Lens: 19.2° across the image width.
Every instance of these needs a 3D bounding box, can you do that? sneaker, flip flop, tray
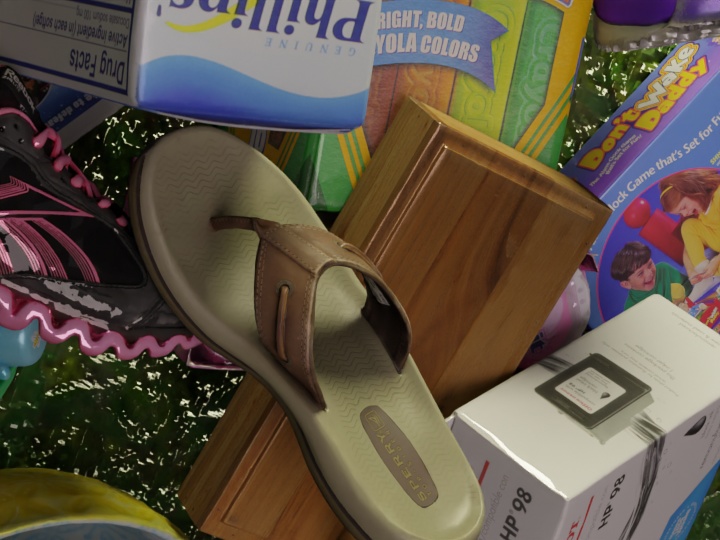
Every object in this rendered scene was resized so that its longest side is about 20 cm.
[{"bbox_3d":[-0.133,-0.028,0.829,0.199,0.079,0.096,16,98,-24],"label":"sneaker"},{"bbox_3d":[-0.013,0.024,0.824,0.081,0.058,0.200,-29,82,-39],"label":"flip flop"},{"bbox_3d":[0.129,-0.160,0.946,0.069,0.200,0.100,-9,109,1],"label":"sneaker"},{"bbox_3d":[0.015,0.036,0.912,0.098,0.037,0.200,24,102,-31],"label":"tray"}]

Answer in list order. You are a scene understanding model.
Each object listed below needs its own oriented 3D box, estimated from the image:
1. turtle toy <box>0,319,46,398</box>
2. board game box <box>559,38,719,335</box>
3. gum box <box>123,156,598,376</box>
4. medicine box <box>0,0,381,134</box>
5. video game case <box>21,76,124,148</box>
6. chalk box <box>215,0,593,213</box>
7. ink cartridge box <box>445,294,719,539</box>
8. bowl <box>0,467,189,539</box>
[{"bbox_3d":[-0.215,0.041,0.906,0.146,0.101,0.200,40,89,-29],"label":"turtle toy"},{"bbox_3d":[0.183,-0.039,1.089,0.200,0.045,0.134,-46,119,-4],"label":"board game box"},{"bbox_3d":[0.000,0.000,0.981,0.199,0.113,0.066,3,106,-25],"label":"gum box"},{"bbox_3d":[-0.073,-0.166,0.830,0.103,0.182,0.201,2,100,-33],"label":"medicine box"},{"bbox_3d":[-0.160,-0.147,0.914,0.143,0.018,0.200,-37,118,-9],"label":"video game case"},{"bbox_3d":[0.024,-0.133,0.940,0.124,0.124,0.201,3,107,-24],"label":"chalk box"},{"bbox_3d":[0.084,0.102,0.944,0.200,0.067,0.116,-27,144,-44],"label":"ink cartridge box"},{"bbox_3d":[-0.170,0.157,0.952,0.200,0.108,0.201,-18,131,-22],"label":"bowl"}]
